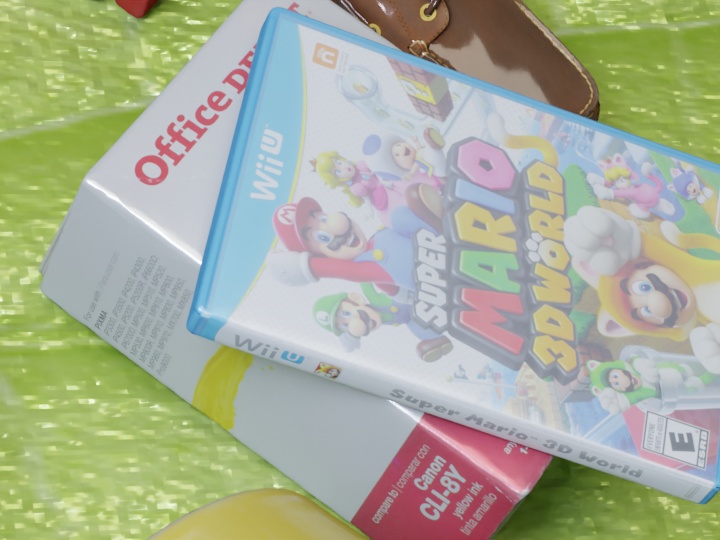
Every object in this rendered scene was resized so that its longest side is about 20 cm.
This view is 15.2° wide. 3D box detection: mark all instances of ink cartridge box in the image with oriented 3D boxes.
[{"bbox_3d":[0.000,0.000,1.031,0.200,0.083,0.145,35,53,4],"label":"ink cartridge box"}]

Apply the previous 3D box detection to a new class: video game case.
[{"bbox_3d":[0.046,-0.007,0.989,0.199,0.018,0.143,19,55,-10],"label":"video game case"}]

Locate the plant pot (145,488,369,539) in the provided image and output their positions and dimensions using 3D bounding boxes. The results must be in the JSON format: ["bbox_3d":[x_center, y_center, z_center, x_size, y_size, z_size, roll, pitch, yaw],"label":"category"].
[{"bbox_3d":[-0.004,0.176,0.854,0.200,0.201,0.189,-25,55,-33],"label":"plant pot"}]

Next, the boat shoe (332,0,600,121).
[{"bbox_3d":[0.017,-0.118,1.127,0.200,0.068,0.072,37,52,5],"label":"boat shoe"}]

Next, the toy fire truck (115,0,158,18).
[{"bbox_3d":[-0.098,-0.176,1.075,0.200,0.141,0.049,35,52,4],"label":"toy fire truck"}]
